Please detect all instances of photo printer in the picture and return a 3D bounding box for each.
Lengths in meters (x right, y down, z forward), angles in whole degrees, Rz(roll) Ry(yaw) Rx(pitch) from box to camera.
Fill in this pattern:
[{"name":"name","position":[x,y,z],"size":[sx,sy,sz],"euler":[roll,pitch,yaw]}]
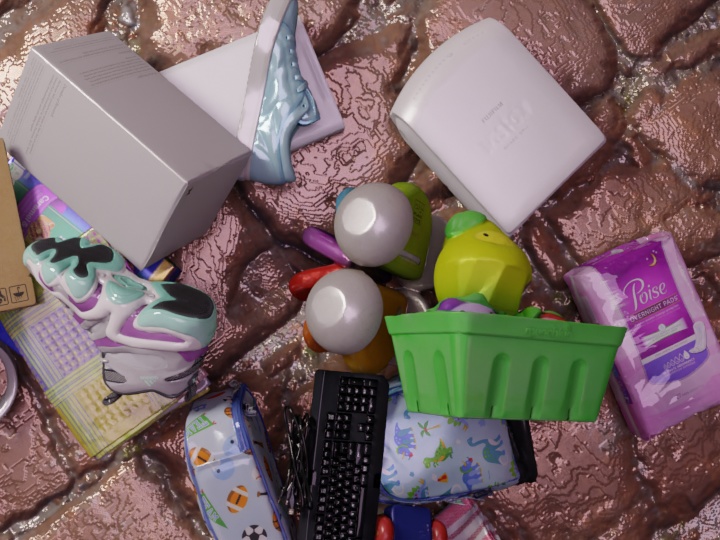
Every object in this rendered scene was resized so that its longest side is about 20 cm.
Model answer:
[{"name":"photo printer","position":[0.143,-0.159,0.988],"size":[0.166,0.069,0.200],"euler":[-43,92,-4]}]

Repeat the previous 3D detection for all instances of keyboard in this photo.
[{"name":"keyboard","position":[-0.025,0.196,0.852],"size":[0.103,0.040,0.202],"euler":[7,84,-17]}]

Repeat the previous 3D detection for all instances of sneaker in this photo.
[{"name":"sneaker","position":[-0.077,-0.187,0.951],"size":[0.081,0.074,0.202],"euler":[11,99,-5]},{"name":"sneaker","position":[-0.237,0.062,0.855],"size":[0.198,0.078,0.141],"euler":[25,118,15]}]

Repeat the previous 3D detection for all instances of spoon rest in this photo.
[{"name":"spoon rest","position":[-0.416,0.063,0.935],"size":[0.060,0.099,0.201],"euler":[-35,111,-13]}]

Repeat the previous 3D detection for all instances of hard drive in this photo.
[{"name":"hard drive","position":[-0.132,-0.177,0.992],"size":[0.198,0.026,0.133],"euler":[-23,90,-4]}]

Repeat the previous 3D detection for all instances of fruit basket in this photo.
[{"name":"fruit basket","position":[0.131,0.037,0.862],"size":[0.214,0.155,0.218],"euler":[2,85,-28]}]

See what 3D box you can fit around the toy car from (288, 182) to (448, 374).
[{"name":"toy car","position":[0.000,0.000,0.948],"size":[0.149,0.175,0.202],"euler":[17,88,33]}]

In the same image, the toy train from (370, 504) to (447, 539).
[{"name":"toy train","position":[0.026,0.344,0.908],"size":[0.084,0.115,0.202],"euler":[14,63,-31]}]

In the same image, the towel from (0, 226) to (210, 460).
[{"name":"towel","position":[-0.258,0.074,0.908],"size":[0.143,0.023,0.201],"euler":[-35,94,-3]}]

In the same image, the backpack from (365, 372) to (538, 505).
[{"name":"backpack","position":[0.078,0.169,0.952],"size":[0.198,0.154,0.165],"euler":[-9,93,7]}]

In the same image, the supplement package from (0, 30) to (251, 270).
[{"name":"supplement package","position":[-0.234,-0.122,0.904],"size":[0.200,0.121,0.120],"euler":[40,122,6]}]

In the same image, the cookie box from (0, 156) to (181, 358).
[{"name":"cookie box","position":[-0.317,0.002,0.951],"size":[0.199,0.075,0.172],"euler":[38,87,-3]}]

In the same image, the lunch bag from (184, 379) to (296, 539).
[{"name":"lunch bag","position":[-0.117,0.213,0.922],"size":[0.075,0.160,0.202],"euler":[-16,96,-2]}]

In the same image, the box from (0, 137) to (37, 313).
[{"name":"box","position":[-0.413,-0.028,0.833],"size":[0.198,0.021,0.165],"euler":[-12,94,-27]}]

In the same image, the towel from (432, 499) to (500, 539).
[{"name":"towel","position":[0.097,0.340,0.926],"size":[0.146,0.201,0.030],"euler":[-36,133,3]}]

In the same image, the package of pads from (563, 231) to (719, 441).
[{"name":"package of pads","position":[0.317,0.069,0.993],"size":[0.119,0.076,0.202],"euler":[-24,90,-7]}]
